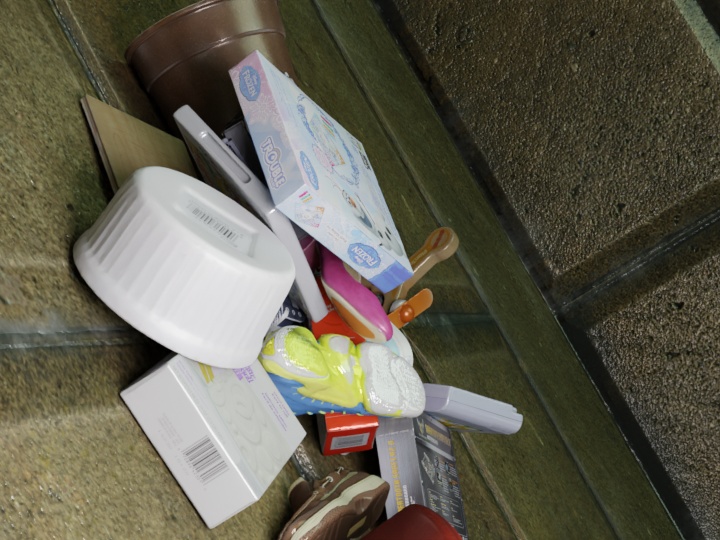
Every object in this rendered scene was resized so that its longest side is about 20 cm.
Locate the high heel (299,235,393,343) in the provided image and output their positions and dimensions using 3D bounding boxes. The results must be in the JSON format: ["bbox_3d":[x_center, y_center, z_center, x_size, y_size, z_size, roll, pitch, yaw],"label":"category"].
[{"bbox_3d":[0.000,0.000,1.520,0.200,0.096,0.068,40,-18,50],"label":"high heel"}]

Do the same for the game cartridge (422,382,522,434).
[{"bbox_3d":[0.086,0.165,1.748,0.133,0.200,0.041,23,75,-28],"label":"game cartridge"}]

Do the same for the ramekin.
[{"bbox_3d":[-0.156,-0.009,1.339,0.200,0.098,0.201,33,15,-10],"label":"ramekin"}]

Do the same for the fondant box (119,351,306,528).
[{"bbox_3d":[-0.131,0.134,1.341,0.145,0.058,0.200,57,13,-3],"label":"fondant box"}]

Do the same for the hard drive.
[{"bbox_3d":[-0.077,-0.126,1.563,0.140,0.038,0.200,57,22,-12],"label":"hard drive"}]

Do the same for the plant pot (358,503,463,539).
[{"bbox_3d":[0.047,0.328,1.300,0.200,0.199,0.176,53,5,-18],"label":"plant pot"}]

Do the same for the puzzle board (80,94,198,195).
[{"bbox_3d":[-0.217,-0.089,1.535,0.150,0.017,0.201,24,33,-48],"label":"puzzle board"}]

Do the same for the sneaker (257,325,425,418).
[{"bbox_3d":[-0.031,0.115,1.500,0.199,0.105,0.076,25,51,-29],"label":"sneaker"}]

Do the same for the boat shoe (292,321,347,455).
[{"bbox_3d":[-0.037,0.114,1.681,0.074,0.060,0.201,34,28,-62],"label":"boat shoe"}]

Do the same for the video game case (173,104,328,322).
[{"bbox_3d":[-0.113,-0.057,1.504,0.182,0.023,0.200,46,-13,34],"label":"video game case"}]

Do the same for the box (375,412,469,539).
[{"bbox_3d":[0.071,0.248,1.669,0.200,0.048,0.160,40,38,-68],"label":"box"}]

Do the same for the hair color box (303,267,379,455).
[{"bbox_3d":[-0.026,0.092,1.599,0.102,0.061,0.202,102,-20,-68],"label":"hair color box"}]

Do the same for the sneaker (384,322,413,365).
[{"bbox_3d":[-0.023,0.066,1.761,0.082,0.074,0.200,-3,28,-41],"label":"sneaker"}]

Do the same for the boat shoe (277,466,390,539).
[{"bbox_3d":[-0.044,0.241,1.427,0.074,0.075,0.202,26,13,19],"label":"boat shoe"}]

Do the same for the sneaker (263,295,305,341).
[{"bbox_3d":[-0.110,0.058,1.542,0.109,0.070,0.200,48,15,-28],"label":"sneaker"}]

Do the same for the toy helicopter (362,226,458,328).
[{"bbox_3d":[0.052,0.020,1.890,0.079,0.200,0.132,48,0,-34],"label":"toy helicopter"}]

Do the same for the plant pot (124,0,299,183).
[{"bbox_3d":[-0.152,-0.201,1.717,0.200,0.199,0.200,67,16,6],"label":"plant pot"}]

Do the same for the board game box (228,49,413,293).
[{"bbox_3d":[-0.040,-0.100,1.475,0.199,0.043,0.201,39,23,-47],"label":"board game box"}]
